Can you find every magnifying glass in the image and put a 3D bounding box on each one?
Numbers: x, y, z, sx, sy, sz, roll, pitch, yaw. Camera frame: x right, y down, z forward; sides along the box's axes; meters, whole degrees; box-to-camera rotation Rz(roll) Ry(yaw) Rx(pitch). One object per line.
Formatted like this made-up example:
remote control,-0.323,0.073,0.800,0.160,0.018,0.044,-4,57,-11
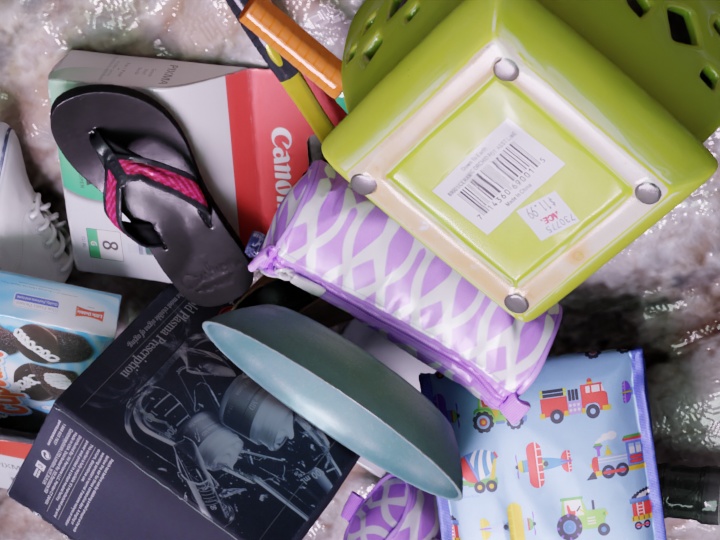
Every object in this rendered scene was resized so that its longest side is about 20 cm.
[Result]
magnifying glass,0.006,-0.105,1.345,0.199,0.080,0.022,37,121,-14

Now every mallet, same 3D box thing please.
mallet,-0.050,-0.115,1.377,0.066,0.041,0.200,-34,115,15

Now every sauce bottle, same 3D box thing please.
sauce bottle,0.158,0.149,1.511,0.198,0.065,0.065,4,127,13

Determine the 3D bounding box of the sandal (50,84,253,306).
sandal,-0.133,-0.044,1.415,0.075,0.045,0.200,-25,123,17

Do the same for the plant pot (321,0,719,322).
plant pot,0.102,-0.103,1.263,0.199,0.182,0.200,39,129,-13

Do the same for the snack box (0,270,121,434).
snack box,-0.243,0.062,1.520,0.115,0.037,0.200,12,152,-10

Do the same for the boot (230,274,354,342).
boot,0.000,0.000,1.417,0.199,0.075,0.074,-29,87,22

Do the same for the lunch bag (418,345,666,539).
lunch bag,0.128,0.161,1.426,0.149,0.094,0.202,-7,83,8

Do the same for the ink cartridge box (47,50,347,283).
ink cartridge box,-0.106,-0.063,1.447,0.198,0.050,0.162,8,128,15

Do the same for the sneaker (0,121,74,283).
sneaker,-0.236,-0.025,1.511,0.070,0.073,0.201,5,137,3

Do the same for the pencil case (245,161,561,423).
pencil case,0.029,0.010,1.339,0.199,0.086,0.084,28,134,-6

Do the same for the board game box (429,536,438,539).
board game box,0.097,0.311,1.533,0.198,0.043,0.201,26,126,-2

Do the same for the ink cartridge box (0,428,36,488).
ink cartridge box,-0.304,0.134,1.579,0.161,0.200,0.058,10,90,11

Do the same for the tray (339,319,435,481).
tray,0.032,0.066,1.515,0.107,0.022,0.200,31,129,-7

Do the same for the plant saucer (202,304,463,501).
plant saucer,-0.010,0.077,1.359,0.199,0.036,0.200,33,169,7

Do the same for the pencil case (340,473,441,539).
pencil case,0.072,0.231,1.575,0.200,0.084,0.085,40,161,-21

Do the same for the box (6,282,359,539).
box,-0.107,0.123,1.469,0.181,0.200,0.104,36,129,3
